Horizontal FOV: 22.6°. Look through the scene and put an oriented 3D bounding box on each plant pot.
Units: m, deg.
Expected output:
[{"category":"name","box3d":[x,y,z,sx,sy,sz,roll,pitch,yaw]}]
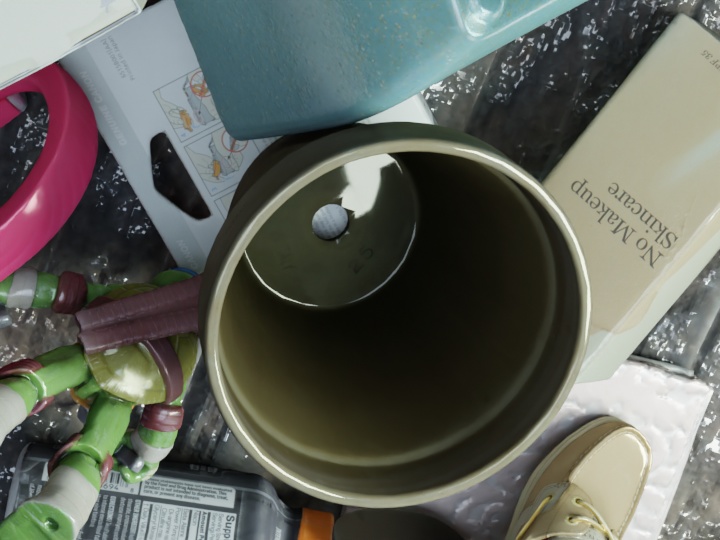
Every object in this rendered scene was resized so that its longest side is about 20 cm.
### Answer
[{"category":"plant pot","box3d":[0.000,0.000,0.965,0.199,0.174,0.201,-6,112,-14]},{"category":"plant pot","box3d":[0.024,-0.186,0.902,0.196,0.200,0.196,-30,111,-25]}]

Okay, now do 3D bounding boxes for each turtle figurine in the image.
[{"category":"turtle figurine","box3d":[-0.174,0.073,1.018,0.199,0.194,0.144,7,121,20]}]

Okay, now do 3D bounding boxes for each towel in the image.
[{"category":"towel","box3d":[0.100,0.127,1.141,0.199,0.032,0.191,16,107,-7]}]

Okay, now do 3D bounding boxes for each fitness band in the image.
[{"category":"fitness band","box3d":[-0.231,-0.038,1.019,0.200,0.144,0.037,-36,135,14]}]

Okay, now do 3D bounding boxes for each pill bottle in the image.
[{"category":"pill bottle","box3d":[-0.118,0.172,1.114,0.199,0.106,0.107,9,109,-4]}]

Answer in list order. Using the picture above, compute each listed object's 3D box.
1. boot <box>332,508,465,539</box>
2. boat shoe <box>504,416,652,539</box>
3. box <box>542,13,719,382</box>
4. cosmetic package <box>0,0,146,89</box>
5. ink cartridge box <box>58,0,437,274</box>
[{"category":"boot","box3d":[0.030,0.253,1.149,0.186,0.064,0.200,22,124,-14]},{"category":"boat shoe","box3d":[0.121,0.170,1.061,0.074,0.069,0.200,44,68,-17]},{"category":"box","box3d":[0.162,-0.038,1.036,0.095,0.078,0.200,42,105,18]},{"category":"cosmetic package","box3d":[-0.164,-0.162,0.945,0.103,0.200,0.073,-27,107,8]},{"category":"ink cartridge box","box3d":[-0.053,-0.086,1.058,0.173,0.044,0.200,-26,109,9]}]
